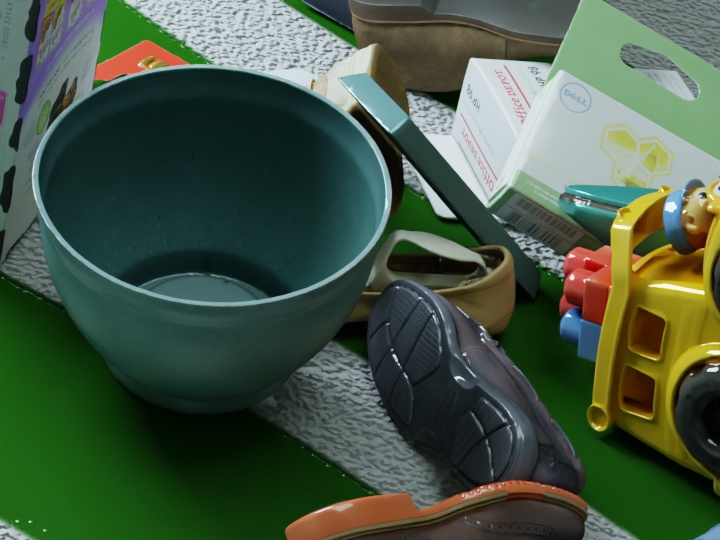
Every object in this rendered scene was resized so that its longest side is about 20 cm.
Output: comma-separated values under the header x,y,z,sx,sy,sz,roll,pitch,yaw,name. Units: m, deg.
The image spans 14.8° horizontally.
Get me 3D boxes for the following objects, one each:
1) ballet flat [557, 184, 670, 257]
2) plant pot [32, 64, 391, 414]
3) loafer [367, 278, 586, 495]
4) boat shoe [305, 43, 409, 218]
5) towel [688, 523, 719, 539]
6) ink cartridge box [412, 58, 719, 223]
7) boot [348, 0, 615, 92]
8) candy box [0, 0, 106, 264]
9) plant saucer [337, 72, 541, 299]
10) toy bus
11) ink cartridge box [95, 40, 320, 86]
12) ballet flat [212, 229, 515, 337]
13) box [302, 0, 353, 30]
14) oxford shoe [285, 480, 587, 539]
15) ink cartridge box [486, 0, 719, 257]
x,y,z,sx,sy,sz,roll,pitch,yaw,name
0.222,-0.014,1.729,0.200,0.070,0.067,3,14,2,ballet flat
-0.088,-0.004,1.586,0.200,0.134,0.200,4,44,-4,plant pot
0.065,0.075,1.611,0.063,0.072,0.200,19,20,-32,loafer
-0.016,-0.073,1.740,0.069,0.074,0.200,-22,21,19,boat shoe
0.226,0.179,1.515,0.200,0.049,0.112,-19,44,-41,towel
0.138,-0.087,1.897,0.200,0.067,0.116,2,33,-19,ink cartridge box
0.091,-0.166,1.964,0.200,0.076,0.074,7,36,19,boot
-0.213,-0.128,1.692,0.071,0.200,0.168,16,30,6,candy box
0.054,-0.054,1.728,0.070,0.019,0.200,49,0,43,plant saucer
0.202,0.013,1.644,0.192,0.200,0.136,23,30,30,toy bus
-0.104,-0.105,1.847,0.200,0.047,0.160,29,34,20,ink cartridge box
0.000,0.000,1.703,0.200,0.063,0.069,4,32,-16,ballet flat
0.073,-0.286,2.066,0.117,0.200,0.197,31,34,25,box
0.048,0.158,1.482,0.200,0.071,0.073,-3,68,-39,oxford shoe
0.183,-0.087,1.818,0.145,0.048,0.200,30,60,-7,ink cartridge box
